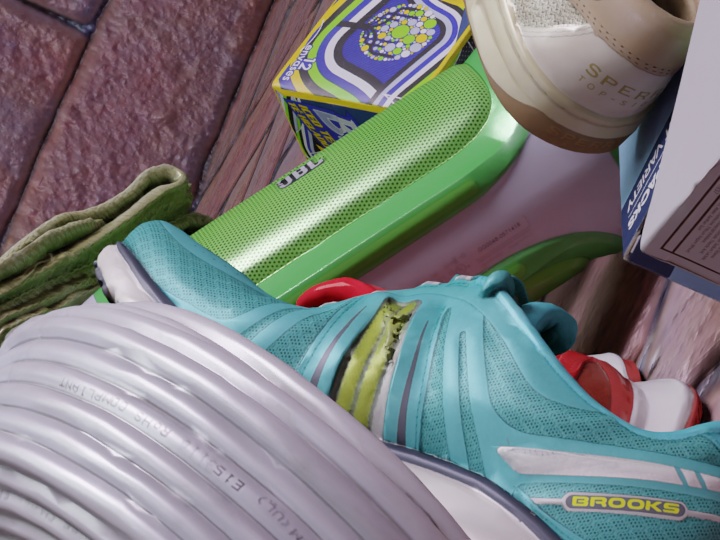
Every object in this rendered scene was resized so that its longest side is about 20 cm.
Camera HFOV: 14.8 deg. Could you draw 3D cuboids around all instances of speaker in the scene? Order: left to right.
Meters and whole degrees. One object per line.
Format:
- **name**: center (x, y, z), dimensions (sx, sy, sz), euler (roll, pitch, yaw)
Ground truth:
- **speaker**: center (0.000, 0.000, 0.907), dimensions (0.200, 0.089, 0.088), euler (-33, 7, -3)

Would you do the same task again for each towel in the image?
- **towel**: center (-0.120, 0.065, 0.972), dimensions (0.148, 0.036, 0.201), euler (-28, -38, -47)

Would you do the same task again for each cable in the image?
- **cable**: center (-0.023, 0.096, 0.656), dimensions (0.069, 0.200, 0.200), euler (-39, 6, -23)

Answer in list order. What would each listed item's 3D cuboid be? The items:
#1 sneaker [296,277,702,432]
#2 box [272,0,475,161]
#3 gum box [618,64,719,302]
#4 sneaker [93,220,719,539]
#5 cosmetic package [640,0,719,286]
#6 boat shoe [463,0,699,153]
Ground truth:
- **sneaker**: center (0.022, 0.037, 0.836), dimensions (0.079, 0.115, 0.200), euler (-66, 9, -12)
- **box**: center (0.052, -0.107, 1.025), dimensions (0.200, 0.064, 0.070), euler (-56, -40, -30)
- **gum box**: center (0.129, -0.107, 0.809), dimensions (0.200, 0.044, 0.170), euler (-80, 14, -65)
- **sneaker**: center (0.018, 0.035, 0.709), dimensions (0.080, 0.200, 0.078), euler (-57, -29, -9)
- **cosmetic package**: center (0.124, -0.073, 0.602), dimensions (0.051, 0.082, 0.201), euler (-53, 15, 50)
- **boat shoe**: center (0.052, -0.133, 0.803), dimensions (0.065, 0.072, 0.201), euler (-45, 51, 45)
